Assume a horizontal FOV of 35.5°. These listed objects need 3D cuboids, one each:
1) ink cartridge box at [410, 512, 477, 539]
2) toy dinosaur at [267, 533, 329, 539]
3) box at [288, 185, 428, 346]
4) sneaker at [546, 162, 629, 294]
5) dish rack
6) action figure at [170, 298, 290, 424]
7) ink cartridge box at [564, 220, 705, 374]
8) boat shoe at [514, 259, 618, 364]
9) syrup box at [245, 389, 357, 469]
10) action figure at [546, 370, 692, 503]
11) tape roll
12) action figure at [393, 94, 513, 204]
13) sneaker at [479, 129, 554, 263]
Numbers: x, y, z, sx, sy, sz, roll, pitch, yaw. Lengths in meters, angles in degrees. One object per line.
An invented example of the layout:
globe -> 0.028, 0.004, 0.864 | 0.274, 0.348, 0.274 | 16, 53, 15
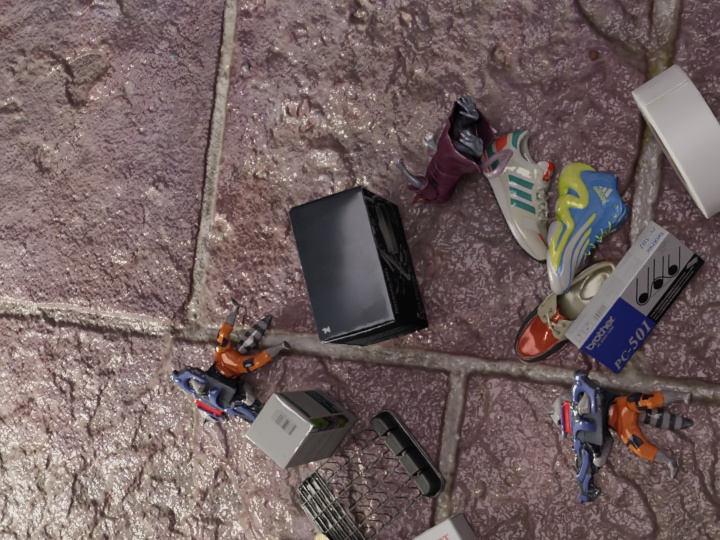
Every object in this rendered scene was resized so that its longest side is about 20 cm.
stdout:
ink cartridge box -> 0.128, 0.474, 1.628 | 0.144, 0.085, 0.201 | -34, 75, 13
toy dinosaur -> -0.059, 0.446, 1.706 | 0.199, 0.058, 0.102 | -2, 98, 52
box -> 0.000, 0.000, 1.653 | 0.123, 0.196, 0.202 | -17, 81, 16
sneaker -> 0.323, -0.061, 1.594 | 0.104, 0.076, 0.202 | 4, 71, 18
dish rack -> 0.009, 0.327, 1.699 | 0.200, 0.054, 0.154 | -43, 72, 13
action figure -> -0.184, 0.170, 1.775 | 0.199, 0.105, 0.194 | 35, 105, -7
ink cartridge box -> 0.383, 0.039, 1.571 | 0.201, 0.094, 0.044 | -54, 33, 8
boat shoe -> 0.296, 0.059, 1.619 | 0.200, 0.062, 0.071 | -43, 76, 12
syrup box -> -0.083, 0.230, 1.659 | 0.079, 0.200, 0.082 | 37, 98, 17
action figure -> 0.356, 0.228, 1.578 | 0.192, 0.104, 0.202 | 13, 115, 26
tape roll -> 0.444, -0.174, 1.515 | 0.070, 0.202, 0.204 | -30, 77, 14
action figure -> 0.136, -0.156, 1.655 | 0.148, 0.134, 0.201 | 36, 140, 8
sneaker -> 0.249, -0.113, 1.644 | 0.093, 0.070, 0.201 | -28, 74, 20
